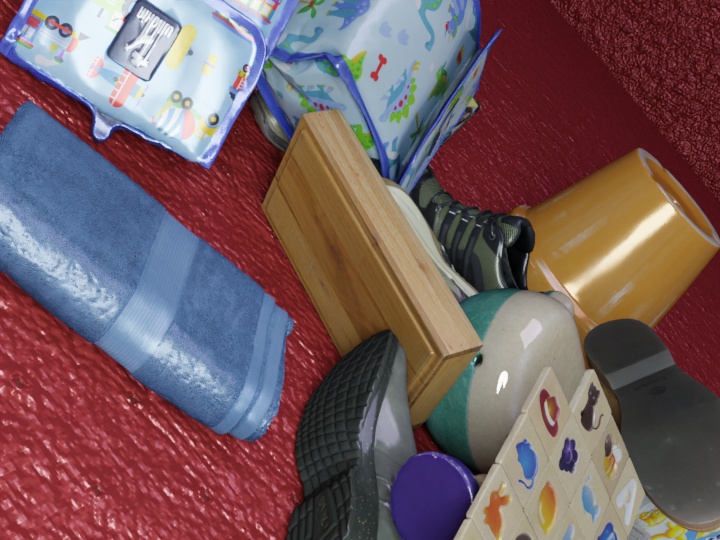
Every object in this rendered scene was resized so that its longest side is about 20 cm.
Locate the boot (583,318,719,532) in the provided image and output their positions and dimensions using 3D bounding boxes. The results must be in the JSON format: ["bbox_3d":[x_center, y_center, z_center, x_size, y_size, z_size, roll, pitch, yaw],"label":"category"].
[{"bbox_3d":[0.210,0.116,0.752,0.201,0.072,0.076,-101,174,-60],"label":"boot"}]

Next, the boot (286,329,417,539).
[{"bbox_3d":[0.025,0.139,0.637,0.131,0.067,0.201,44,31,-22],"label":"boot"}]

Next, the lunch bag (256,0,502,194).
[{"bbox_3d":[0.022,-0.153,0.856,0.126,0.171,0.201,19,-28,33],"label":"lunch bag"}]

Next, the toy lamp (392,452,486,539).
[{"bbox_3d":[0.096,0.125,0.620,0.199,0.058,0.059,3,49,-51],"label":"toy lamp"}]

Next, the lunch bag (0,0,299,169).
[{"bbox_3d":[-0.129,-0.172,0.714,0.149,0.202,0.094,29,-12,-13],"label":"lunch bag"}]

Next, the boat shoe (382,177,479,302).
[{"bbox_3d":[0.045,0.026,0.835,0.202,0.071,0.066,55,50,-16],"label":"boat shoe"}]

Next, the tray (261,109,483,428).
[{"bbox_3d":[0.000,0.000,0.742,0.037,0.099,0.201,-13,60,-34],"label":"tray"}]

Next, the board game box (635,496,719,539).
[{"bbox_3d":[0.258,0.197,0.887,0.199,0.103,0.106,33,27,-31],"label":"board game box"}]

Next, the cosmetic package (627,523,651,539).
[{"bbox_3d":[0.153,0.240,0.679,0.103,0.073,0.201,35,27,-26],"label":"cosmetic package"}]

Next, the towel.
[{"bbox_3d":[-0.124,0.006,0.585,0.200,0.048,0.112,41,24,-18],"label":"towel"}]

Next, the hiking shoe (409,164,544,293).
[{"bbox_3d":[0.103,-0.027,0.953,0.075,0.100,0.202,8,50,-59],"label":"hiking shoe"}]

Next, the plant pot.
[{"bbox_3d":[0.247,-0.014,1.090,0.199,0.183,0.201,38,26,-22],"label":"plant pot"}]

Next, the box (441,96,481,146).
[{"bbox_3d":[0.056,-0.163,1.124,0.050,0.075,0.199,52,23,10],"label":"box"}]

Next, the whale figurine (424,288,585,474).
[{"bbox_3d":[0.109,0.089,0.799,0.102,0.161,0.200,11,-12,31],"label":"whale figurine"}]

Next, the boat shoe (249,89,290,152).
[{"bbox_3d":[-0.007,-0.124,0.952,0.199,0.073,0.075,14,40,-53],"label":"boat shoe"}]

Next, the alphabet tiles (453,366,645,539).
[{"bbox_3d":[0.099,0.157,0.563,0.201,0.006,0.168,-53,127,-37],"label":"alphabet tiles"}]
